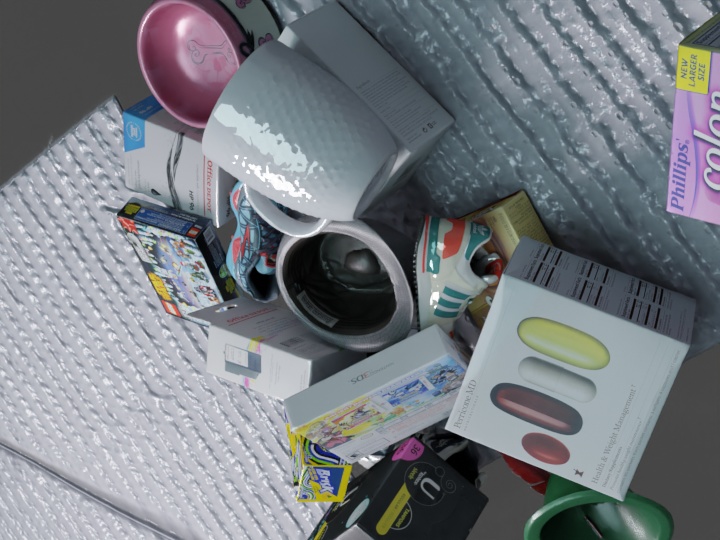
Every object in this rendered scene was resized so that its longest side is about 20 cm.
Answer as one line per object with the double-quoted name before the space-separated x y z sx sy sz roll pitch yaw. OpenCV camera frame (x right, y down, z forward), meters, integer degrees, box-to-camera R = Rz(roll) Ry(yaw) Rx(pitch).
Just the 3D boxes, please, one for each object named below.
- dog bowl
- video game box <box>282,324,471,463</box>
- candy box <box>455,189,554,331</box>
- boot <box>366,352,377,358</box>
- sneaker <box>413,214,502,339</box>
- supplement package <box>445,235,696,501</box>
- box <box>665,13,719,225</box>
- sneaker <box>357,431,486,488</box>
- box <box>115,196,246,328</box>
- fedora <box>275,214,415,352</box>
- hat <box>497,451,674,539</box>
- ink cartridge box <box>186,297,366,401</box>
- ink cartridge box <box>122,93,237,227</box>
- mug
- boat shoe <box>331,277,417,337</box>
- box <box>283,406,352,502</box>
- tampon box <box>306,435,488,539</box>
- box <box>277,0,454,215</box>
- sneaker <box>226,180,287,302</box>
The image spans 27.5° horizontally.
"dog bowl" -0.186 -0.260 1.780 0.200 0.074 0.200 19 125 29
"video game box" 0.035 0.146 1.690 0.200 0.182 0.047 -27 66 11
"candy box" 0.177 0.021 1.668 0.115 0.055 0.200 -22 101 45
"boot" -0.021 0.099 1.825 0.200 0.075 0.097 29 91 27
"sneaker" 0.110 0.020 1.632 0.093 0.070 0.200 2 136 9
"supplement package" 0.223 0.099 1.551 0.200 0.147 0.192 21 111 8
"box" 0.400 -0.127 1.371 0.200 0.097 0.176 18 126 31
"sneaker" 0.076 0.223 1.856 0.199 0.079 0.130 47 134 6
"box" -0.229 -0.002 1.949 0.137 0.040 0.200 17 145 32
"fedora" 0.000 0.000 1.692 0.200 0.090 0.177 -13 108 42
"hat" 0.264 0.241 1.758 0.200 0.176 0.166 17 134 -17
"ink cartridge box" -0.105 0.097 1.783 0.200 0.117 0.067 18 111 33
"ink cartridge box" -0.206 -0.135 1.875 0.200 0.068 0.116 23 129 26
"mug" -0.064 -0.120 1.579 0.175 0.148 0.200 33 133 8
"boat shoe" 0.004 0.004 1.786 0.202 0.075 0.086 28 130 20
"box" -0.057 0.198 1.872 0.064 0.200 0.070 3 129 -13
"tampon box" 0.033 0.324 1.803 0.126 0.150 0.200 40 142 -4
"box" -0.014 -0.185 1.670 0.200 0.097 0.124 46 135 6
"sneaker" -0.113 -0.041 1.833 0.200 0.079 0.096 99 149 -45
